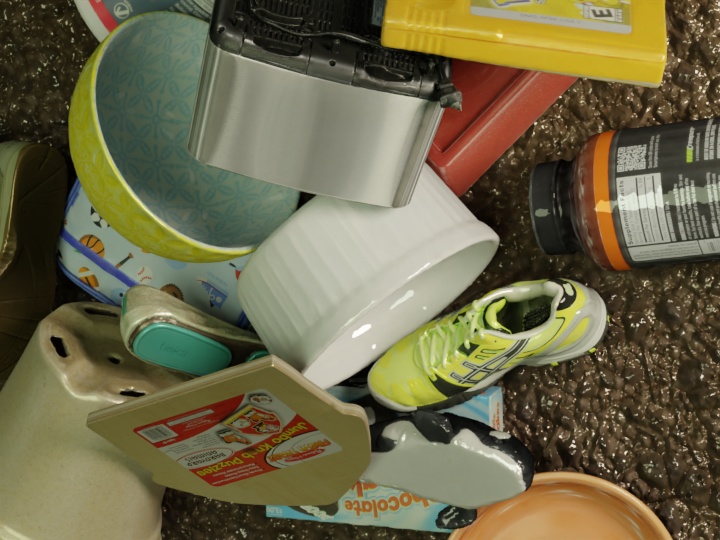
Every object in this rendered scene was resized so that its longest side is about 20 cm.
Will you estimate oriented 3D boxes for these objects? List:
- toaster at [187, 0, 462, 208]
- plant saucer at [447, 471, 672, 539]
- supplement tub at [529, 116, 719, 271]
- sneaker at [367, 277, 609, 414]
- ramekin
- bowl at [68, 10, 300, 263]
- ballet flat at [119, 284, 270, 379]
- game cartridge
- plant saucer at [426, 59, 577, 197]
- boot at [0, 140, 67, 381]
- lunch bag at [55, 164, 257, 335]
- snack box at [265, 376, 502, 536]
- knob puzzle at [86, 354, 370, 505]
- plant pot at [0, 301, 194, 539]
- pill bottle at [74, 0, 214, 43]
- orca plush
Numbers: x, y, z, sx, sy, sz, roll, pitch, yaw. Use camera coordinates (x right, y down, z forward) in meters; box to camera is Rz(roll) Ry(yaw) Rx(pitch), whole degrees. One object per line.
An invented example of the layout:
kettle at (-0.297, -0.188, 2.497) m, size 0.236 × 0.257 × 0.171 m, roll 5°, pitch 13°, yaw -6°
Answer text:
toaster at (-0.025, -0.148, 1.585) m, size 0.179 × 0.201 × 0.119 m, roll 12°, pitch 126°, yaw -6°
plant saucer at (0.157, 0.254, 1.718) m, size 0.198 × 0.037 × 0.202 m, roll 0°, pitch 98°, yaw 2°
supplement tub at (0.229, -0.057, 1.617) m, size 0.198 × 0.107 × 0.108 m, roll -6°, pitch 98°, yaw 22°
sneaker at (0.090, 0.049, 1.694) m, size 0.199 × 0.076 × 0.076 m, roll -24°, pitch 58°, yaw 17°
ramekin at (0.000, 0.000, 1.670) m, size 0.200 × 0.200 × 0.098 m, roll -42°, pitch 77°, yaw 22°
bowl at (-0.153, -0.087, 1.668) m, size 0.107 × 0.200 × 0.201 m, roll -28°, pitch 90°, yaw 42°
ballet flat at (-0.106, 0.062, 1.721) m, size 0.199 × 0.063 × 0.067 m, roll 30°, pitch 113°, yaw -35°
game cartridge at (0.120, -0.201, 1.567) m, size 0.198 × 0.177 × 0.033 m, roll 9°, pitch 126°, yaw 0°
plant saucer at (0.067, -0.190, 1.690) m, size 0.200 × 0.037 × 0.200 m, roll 48°, pitch 113°, yaw 6°
boot at (-0.322, -0.017, 1.818) m, size 0.154 × 0.072 × 0.202 m, roll 15°, pitch 94°, yaw 46°
lunch bag at (-0.150, -0.017, 1.787) m, size 0.199 × 0.075 × 0.161 m, roll 36°, pitch 113°, yaw 12°
snack box at (0.018, 0.149, 1.773) m, size 0.198 × 0.037 × 0.117 m, roll 2°, pitch 101°, yaw 20°
knob puzzle at (-0.079, 0.126, 1.664) m, size 0.218 × 0.220 × 0.031 m, roll -14°, pitch 53°, yaw 22°
plant pot at (-0.225, 0.136, 1.758) m, size 0.200 × 0.200 × 0.184 m, roll 33°, pitch 120°, yaw 12°
pill bottle at (-0.121, -0.255, 1.703) m, size 0.199 × 0.120 × 0.120 m, roll -31°, pitch 89°, yaw 22°
orca plush at (0.056, 0.145, 1.709) m, size 0.199 × 0.071 × 0.106 m, roll -19°, pitch 108°, yaw 39°
